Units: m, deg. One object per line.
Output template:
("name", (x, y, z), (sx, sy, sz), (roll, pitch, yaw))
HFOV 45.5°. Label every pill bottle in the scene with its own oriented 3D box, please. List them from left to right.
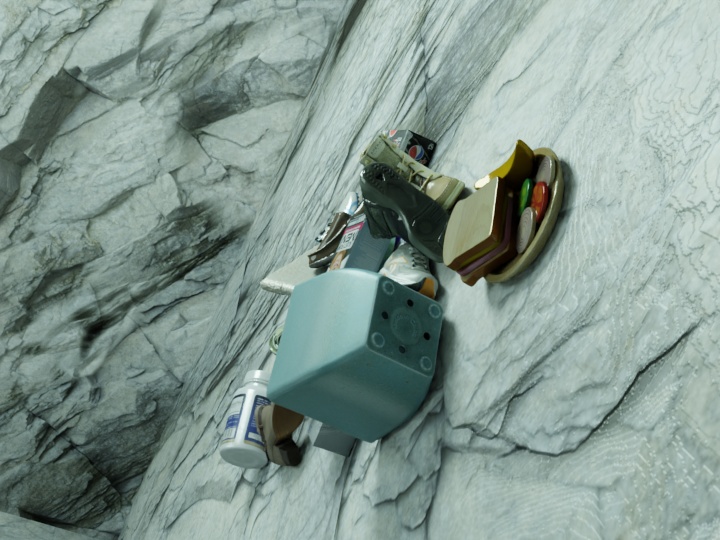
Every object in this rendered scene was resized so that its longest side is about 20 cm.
("pill bottle", (-0.241, 0.331, 1.927), (0.111, 0.110, 0.201), (-48, 25, 51))

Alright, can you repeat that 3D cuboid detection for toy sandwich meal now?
("toy sandwich meal", (0.181, -0.075, 1.102), (0.206, 0.070, 0.206), (-59, 18, 33))

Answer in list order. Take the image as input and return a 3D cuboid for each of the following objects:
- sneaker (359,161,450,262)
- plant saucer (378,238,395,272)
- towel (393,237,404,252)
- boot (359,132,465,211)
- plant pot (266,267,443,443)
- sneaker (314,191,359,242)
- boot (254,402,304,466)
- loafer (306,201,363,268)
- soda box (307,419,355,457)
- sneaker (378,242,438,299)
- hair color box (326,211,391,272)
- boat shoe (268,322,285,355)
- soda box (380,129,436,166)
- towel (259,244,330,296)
("sneaker", (0.074, -0.073, 1.349), (0.076, 0.199, 0.115), (-40, -22, -20))
("plant saucer", (0.000, 0.000, 1.584), (0.201, 0.027, 0.201), (-55, 18, 26))
("towel", (0.053, -0.020, 1.555), (0.144, 0.023, 0.201), (-108, 41, -68))
("boot", (0.078, -0.157, 1.393), (0.072, 0.154, 0.200), (-51, 13, -7))
("plant pot", (0.011, 0.107, 1.237), (0.200, 0.195, 0.198), (-34, 37, 51))
("sneaker", (-0.056, -0.087, 1.926), (0.202, 0.072, 0.072), (-68, 14, -4))
("boot", (-0.168, 0.293, 1.697), (0.146, 0.070, 0.202), (17, 113, 59))
("loafer", (-0.032, -0.079, 1.679), (0.200, 0.071, 0.073), (-39, 1, -10))
("soda box", (-0.018, 0.200, 1.422), (0.201, 0.068, 0.063), (-67, 16, 5))
("sneaker", (0.080, -0.007, 1.361), (0.093, 0.075, 0.200), (-64, 16, -2))
("hair color box", (-0.016, 0.002, 1.474), (0.201, 0.060, 0.099), (-67, 16, -13))
("boat shoe", (-0.131, 0.127, 1.607), (0.200, 0.062, 0.073), (-21, 75, 58))
("soda box", (0.079, -0.231, 1.672), (0.071, 0.063, 0.200), (-68, 16, 2))
("towel", (-0.091, 0.007, 1.705), (0.200, 0.132, 0.035), (-34, -53, -46))
